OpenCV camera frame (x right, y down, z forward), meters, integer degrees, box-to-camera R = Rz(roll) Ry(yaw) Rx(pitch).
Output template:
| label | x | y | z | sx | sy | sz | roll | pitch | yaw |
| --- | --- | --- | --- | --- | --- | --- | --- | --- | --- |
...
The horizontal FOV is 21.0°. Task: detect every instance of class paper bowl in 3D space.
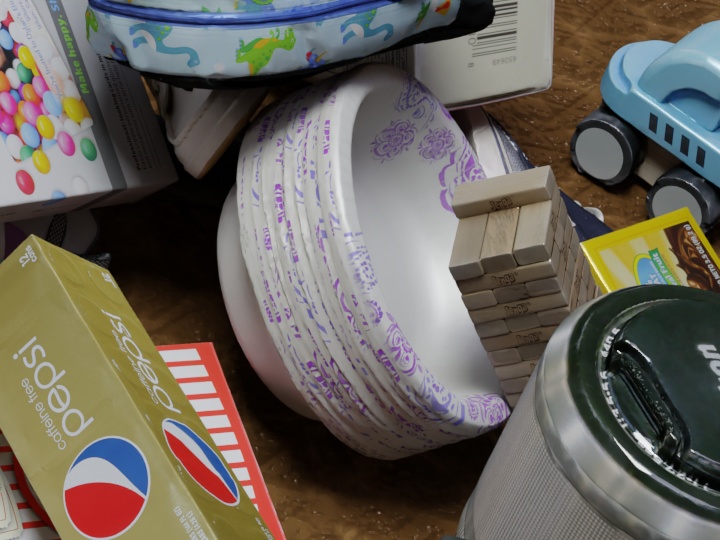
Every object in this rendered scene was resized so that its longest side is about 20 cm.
| label | x | y | z | sx | sy | sz | roll | pitch | yaw |
| --- | --- | --- | --- | --- | --- | --- | --- | --- | --- |
| paper bowl | 0.000 | 0.000 | 1.027 | 0.200 | 0.104 | 0.202 | 40 | 41 | -45 |

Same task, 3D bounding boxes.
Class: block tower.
| label | x | y | z | sx | sy | sz | roll | pitch | yaw |
| --- | --- | --- | --- | --- | --- | --- | --- | --- | --- |
| block tower | 0.103 | 0.043 | 1.015 | 0.054 | 0.201 | 0.058 | -11 | 36 | 22 |

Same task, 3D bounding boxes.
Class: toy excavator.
| label | x | y | z | sx | sy | sz | roll | pitch | yaw |
| --- | --- | --- | --- | --- | --- | --- | --- | --- | --- |
| toy excavator | 0.251 | -0.111 | 1.218 | 0.194 | 0.201 | 0.100 | 37 | 44 | 17 |

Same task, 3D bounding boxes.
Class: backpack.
| label | x | y | z | sx | sy | sz | roll | pitch | yaw |
| --- | --- | --- | --- | --- | --- | --- | --- | --- | --- |
| backpack | -0.051 | -0.156 | 0.975 | 0.163 | 0.155 | 0.200 | 26 | 46 | 36 |

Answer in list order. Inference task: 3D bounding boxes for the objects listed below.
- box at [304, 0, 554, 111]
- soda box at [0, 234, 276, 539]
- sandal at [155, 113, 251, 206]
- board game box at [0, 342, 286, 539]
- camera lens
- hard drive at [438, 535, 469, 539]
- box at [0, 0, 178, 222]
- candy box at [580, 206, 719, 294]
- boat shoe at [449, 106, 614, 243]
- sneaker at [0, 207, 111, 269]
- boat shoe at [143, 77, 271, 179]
| label | x | y | z | sx | sy | sz | roll | pitch | yaw |
| --- | --- | --- | --- | --- | --- | --- | --- | --- | --- |
| box | 0.015 | -0.180 | 1.185 | 0.108 | 0.129 | 0.199 | -14 | 23 | -34 |
| soda box | -0.110 | 0.081 | 0.879 | 0.200 | 0.064 | 0.068 | 54 | 11 | 30 |
| sandal | -0.046 | -0.062 | 1.147 | 0.199 | 0.043 | 0.076 | 15 | 25 | -12 |
| board game box | -0.146 | 0.111 | 0.934 | 0.198 | 0.046 | 0.152 | -4 | 48 | -26 |
| camera lens | 0.136 | 0.119 | 0.930 | 0.159 | 0.201 | 0.161 | 12 | 42 | -11 |
| hard drive | 0.009 | 0.220 | 0.771 | 0.033 | 0.201 | 0.140 | 15 | 42 | -8 |
| box | -0.186 | -0.102 | 0.975 | 0.200 | 0.041 | 0.157 | -13 | 81 | -59 |
| candy box | 0.201 | 0.062 | 1.105 | 0.102 | 0.026 | 0.201 | -18 | 72 | -39 |
| boat shoe | 0.102 | -0.029 | 1.177 | 0.092 | 0.075 | 0.201 | 3 | 51 | -33 |
| sneaker | -0.197 | -0.065 | 1.084 | 0.139 | 0.078 | 0.201 | -3 | 51 | -33 |
| boat shoe | -0.092 | -0.111 | 1.069 | 0.069 | 0.071 | 0.200 | 39 | 14 | -17 |
